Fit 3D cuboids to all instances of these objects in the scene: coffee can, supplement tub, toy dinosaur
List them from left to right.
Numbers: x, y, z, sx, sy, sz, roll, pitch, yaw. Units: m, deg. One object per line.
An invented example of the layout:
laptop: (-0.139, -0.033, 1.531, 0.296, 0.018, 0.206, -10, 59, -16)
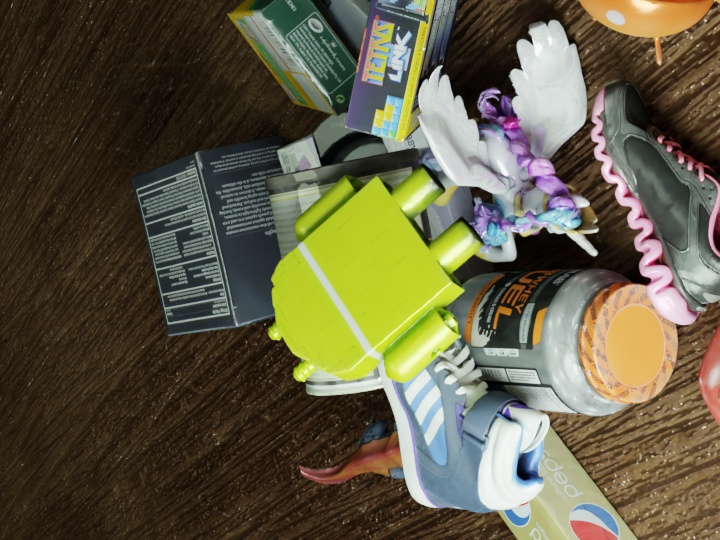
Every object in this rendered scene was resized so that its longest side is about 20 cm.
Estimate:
coffee can: (0.000, 0.000, 1.357, 0.146, 0.145, 0.203, -5, 97, 57)
toy dinosaur: (0.043, 0.195, 1.495, 0.106, 0.199, 0.181, 56, 178, 1)
supplement tub: (0.169, 0.061, 1.264, 0.199, 0.121, 0.124, -3, 100, 56)

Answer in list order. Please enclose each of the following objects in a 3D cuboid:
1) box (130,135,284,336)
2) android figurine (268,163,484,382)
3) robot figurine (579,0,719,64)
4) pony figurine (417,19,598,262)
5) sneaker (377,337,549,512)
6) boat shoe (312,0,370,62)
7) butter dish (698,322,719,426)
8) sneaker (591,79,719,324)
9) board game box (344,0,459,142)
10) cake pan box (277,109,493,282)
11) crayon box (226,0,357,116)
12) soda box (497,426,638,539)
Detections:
box: (-0.160, -0.037, 1.726, 0.199, 0.122, 0.201, -9, 94, 59)
android figurine: (0.005, 0.009, 1.230, 0.200, 0.041, 0.183, -43, 62, 12)
robot figurine: (0.219, -0.257, 1.069, 0.142, 0.117, 0.202, 14, 124, 5)
pony figurine: (0.124, -0.095, 1.269, 0.195, 0.165, 0.200, 65, 160, -6)
sneaker: (0.096, 0.101, 1.230, 0.145, 0.080, 0.203, -10, 89, 41)
boat shoe: (-0.007, -0.271, 1.450, 0.200, 0.070, 0.071, 47, 149, 3)
butter dish: (0.311, 0.077, 1.030, 0.200, 0.146, 0.201, 51, 140, 31)
sneaker: (0.250, -0.065, 1.155, 0.095, 0.079, 0.202, -26, 80, 34)
board game box: (0.044, -0.210, 1.267, 0.056, 0.200, 0.168, 15, 104, 7)
cake pan box: (0.021, -0.064, 1.453, 0.183, 0.052, 0.203, -19, 87, 34)
crayon box: (-0.064, -0.226, 1.487, 0.126, 0.051, 0.200, 52, 174, -17)
soda box: (0.184, 0.226, 1.355, 0.201, 0.067, 0.064, 54, 142, 29)
